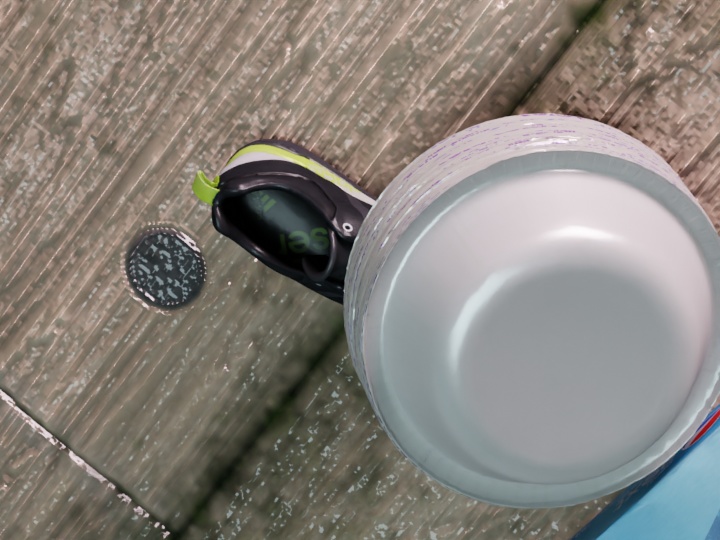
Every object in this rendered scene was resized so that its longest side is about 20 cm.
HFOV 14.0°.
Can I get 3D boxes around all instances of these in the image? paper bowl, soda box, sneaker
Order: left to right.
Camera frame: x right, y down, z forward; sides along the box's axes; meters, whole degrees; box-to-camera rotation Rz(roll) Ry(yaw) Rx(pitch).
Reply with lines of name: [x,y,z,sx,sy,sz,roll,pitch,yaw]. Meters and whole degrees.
sneaker: [0.000,0.000,1.570,0.199,0.083,0.072,26,113,6]
paper bowl: [0.096,0.028,1.505,0.200,0.104,0.202,-4,111,-9]
soda box: [0.183,0.129,1.571,0.068,0.064,0.200,45,114,-1]
